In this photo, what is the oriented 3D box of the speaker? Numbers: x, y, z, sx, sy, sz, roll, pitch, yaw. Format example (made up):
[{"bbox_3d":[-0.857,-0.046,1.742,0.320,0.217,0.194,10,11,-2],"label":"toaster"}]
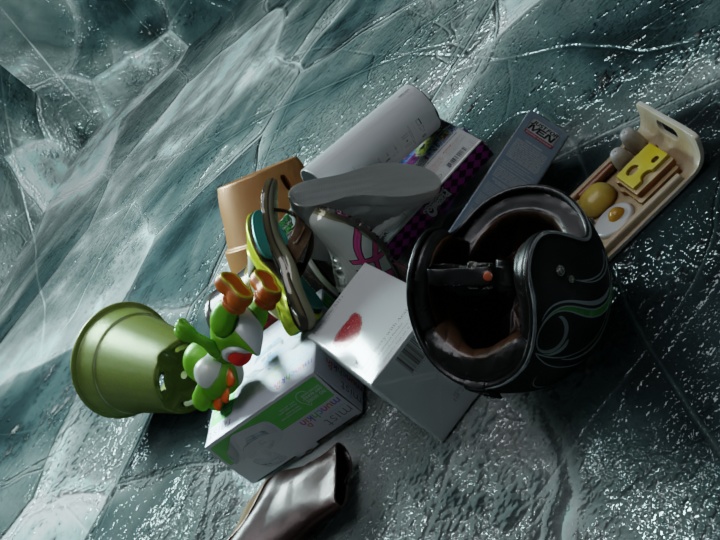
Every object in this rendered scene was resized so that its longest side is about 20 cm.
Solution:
[{"bbox_3d":[0.014,-0.167,1.401,0.200,0.081,0.081,-42,23,-14],"label":"speaker"}]

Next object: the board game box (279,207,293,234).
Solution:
[{"bbox_3d":[-0.044,-0.110,1.493,0.200,0.023,0.105,-37,-1,-35],"label":"board game box"}]

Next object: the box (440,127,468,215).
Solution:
[{"bbox_3d":[0.075,-0.129,1.521,0.200,0.039,0.137,-14,43,50],"label":"box"}]

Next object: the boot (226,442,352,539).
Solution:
[{"bbox_3d":[-0.087,0.299,1.151,0.166,0.072,0.200,-37,24,29],"label":"boot"}]

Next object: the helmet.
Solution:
[{"bbox_3d":[0.157,0.019,1.008,0.200,0.200,0.191,-26,-5,40],"label":"helmet"}]

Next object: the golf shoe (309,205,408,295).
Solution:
[{"bbox_3d":[0.000,0.000,1.278,0.092,0.200,0.073,-53,31,-12],"label":"golf shoe"}]

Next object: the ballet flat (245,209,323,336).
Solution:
[{"bbox_3d":[-0.115,0.006,1.338,0.067,0.067,0.200,-53,50,27],"label":"ballet flat"}]

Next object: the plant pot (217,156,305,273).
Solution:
[{"bbox_3d":[-0.138,-0.092,1.604,0.200,0.140,0.200,-22,8,3],"label":"plant pot"}]

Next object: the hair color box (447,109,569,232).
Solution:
[{"bbox_3d":[0.170,-0.089,1.245,0.200,0.061,0.099,-55,-3,-13],"label":"hair color box"}]

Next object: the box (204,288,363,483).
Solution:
[{"bbox_3d":[-0.095,0.155,1.341,0.200,0.097,0.177,-36,26,24],"label":"box"}]

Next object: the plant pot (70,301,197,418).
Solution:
[{"bbox_3d":[-0.335,0.159,1.648,0.190,0.200,0.200,6,58,45],"label":"plant pot"}]

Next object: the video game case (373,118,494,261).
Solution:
[{"bbox_3d":[0.075,-0.122,1.426,0.200,0.036,0.181,-48,28,2],"label":"video game case"}]

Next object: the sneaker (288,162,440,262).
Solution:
[{"bbox_3d":[0.006,-0.072,1.341,0.200,0.116,0.074,-9,43,-8],"label":"sneaker"}]

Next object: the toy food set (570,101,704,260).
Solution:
[{"bbox_3d":[0.274,-0.096,1.133,0.200,0.060,0.144,-46,25,9],"label":"toy food set"}]

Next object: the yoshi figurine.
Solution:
[{"bbox_3d":[-0.180,0.085,1.299,0.112,0.112,0.200,-73,7,-65],"label":"yoshi figurine"}]

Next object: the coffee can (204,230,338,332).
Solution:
[{"bbox_3d":[-0.104,0.036,1.455,0.200,0.146,0.146,-37,28,24],"label":"coffee can"}]

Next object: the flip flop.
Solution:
[{"bbox_3d":[-0.081,-0.022,1.255,0.058,0.081,0.200,-17,68,-5],"label":"flip flop"}]

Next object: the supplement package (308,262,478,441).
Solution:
[{"bbox_3d":[0.047,0.088,1.172,0.121,0.120,0.200,-53,25,-5],"label":"supplement package"}]
